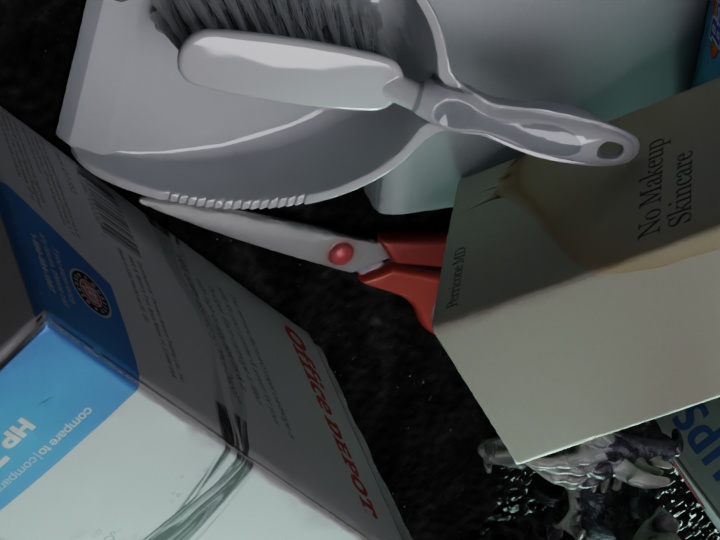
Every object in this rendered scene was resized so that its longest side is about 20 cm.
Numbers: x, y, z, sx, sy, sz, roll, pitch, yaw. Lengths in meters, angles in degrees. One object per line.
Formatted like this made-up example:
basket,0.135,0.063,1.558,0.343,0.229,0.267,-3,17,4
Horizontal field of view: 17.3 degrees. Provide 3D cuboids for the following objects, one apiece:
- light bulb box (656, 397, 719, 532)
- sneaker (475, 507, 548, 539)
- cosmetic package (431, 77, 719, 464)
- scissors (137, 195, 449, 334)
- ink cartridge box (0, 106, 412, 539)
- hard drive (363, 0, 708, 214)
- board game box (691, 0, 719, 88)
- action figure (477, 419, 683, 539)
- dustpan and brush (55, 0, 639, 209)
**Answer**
light bulb box,0.264,0.089,1.067,0.200,0.125,0.198,-36,130,4
sneaker,0.063,0.188,1.105,0.200,0.070,0.093,-49,150,11
cosmetic package,0.133,-0.014,0.862,0.200,0.104,0.073,-21,120,21
scissors,0.000,0.000,0.957,0.200,0.014,0.073,-1,127,-25
ink cartridge box,-0.088,0.045,0.865,0.086,0.147,0.200,-41,130,11
hard drive,0.072,-0.117,0.893,0.132,0.027,0.200,-9,128,-17
board game box,0.212,-0.111,0.891,0.152,0.045,0.200,4,123,-6
action figure,0.087,0.106,0.956,0.102,0.200,0.119,8,122,-23
dustpan and brush,0.002,-0.071,0.850,0.199,0.057,0.140,8,123,-16
